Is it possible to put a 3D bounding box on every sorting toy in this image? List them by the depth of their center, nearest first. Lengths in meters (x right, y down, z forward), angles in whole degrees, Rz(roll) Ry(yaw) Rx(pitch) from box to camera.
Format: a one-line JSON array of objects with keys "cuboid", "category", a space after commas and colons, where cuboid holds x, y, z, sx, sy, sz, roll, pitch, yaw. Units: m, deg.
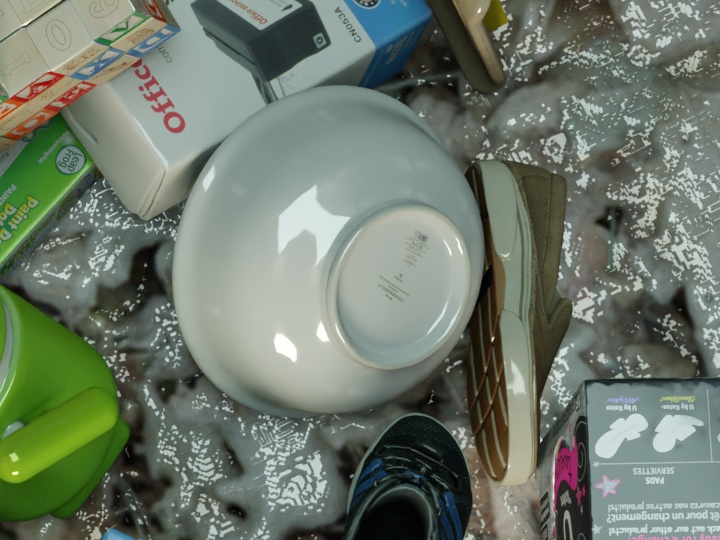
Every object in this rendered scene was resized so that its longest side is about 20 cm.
[{"cuboid": [0.043, -0.210, 1.539, 0.036, 0.200, 0.186, -25, 79, -1], "category": "sorting toy"}]

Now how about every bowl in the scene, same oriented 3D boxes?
[{"cuboid": [0.000, 0.000, 1.490, 0.201, 0.090, 0.202, -11, 110, -31], "category": "bowl"}]

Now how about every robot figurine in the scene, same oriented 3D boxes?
[{"cuboid": [-0.215, 0.068, 1.455, 0.116, 0.200, 0.175, -52, 49, -1], "category": "robot figurine"}]

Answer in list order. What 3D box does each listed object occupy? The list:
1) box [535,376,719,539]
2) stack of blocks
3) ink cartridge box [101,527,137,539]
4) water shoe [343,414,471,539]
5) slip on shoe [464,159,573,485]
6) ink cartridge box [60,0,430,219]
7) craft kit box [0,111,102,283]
[{"cuboid": [0.173, 0.135, 1.465, 0.132, 0.200, 0.115, -1, 75, -4], "category": "box"}, {"cuboid": [-0.208, -0.106, 1.421, 0.200, 0.115, 0.059, -33, 83, 10], "category": "stack of blocks"}, {"cuboid": [-0.086, 0.257, 1.478, 0.199, 0.084, 0.145, 26, 75, 3], "category": "ink cartridge box"}, {"cuboid": [0.029, 0.142, 1.470, 0.071, 0.079, 0.200, 23, 42, -2], "category": "water shoe"}, {"cuboid": [0.099, 0.030, 1.553, 0.060, 0.076, 0.201, 3, 65, -16], "category": "slip on shoe"}, {"cuboid": [-0.084, -0.146, 1.548, 0.200, 0.084, 0.145, -32, 81, -24], "category": "ink cartridge box"}, {"cuboid": [-0.287, -0.061, 1.563, 0.197, 0.049, 0.200, 40, 77, 9], "category": "craft kit box"}]
